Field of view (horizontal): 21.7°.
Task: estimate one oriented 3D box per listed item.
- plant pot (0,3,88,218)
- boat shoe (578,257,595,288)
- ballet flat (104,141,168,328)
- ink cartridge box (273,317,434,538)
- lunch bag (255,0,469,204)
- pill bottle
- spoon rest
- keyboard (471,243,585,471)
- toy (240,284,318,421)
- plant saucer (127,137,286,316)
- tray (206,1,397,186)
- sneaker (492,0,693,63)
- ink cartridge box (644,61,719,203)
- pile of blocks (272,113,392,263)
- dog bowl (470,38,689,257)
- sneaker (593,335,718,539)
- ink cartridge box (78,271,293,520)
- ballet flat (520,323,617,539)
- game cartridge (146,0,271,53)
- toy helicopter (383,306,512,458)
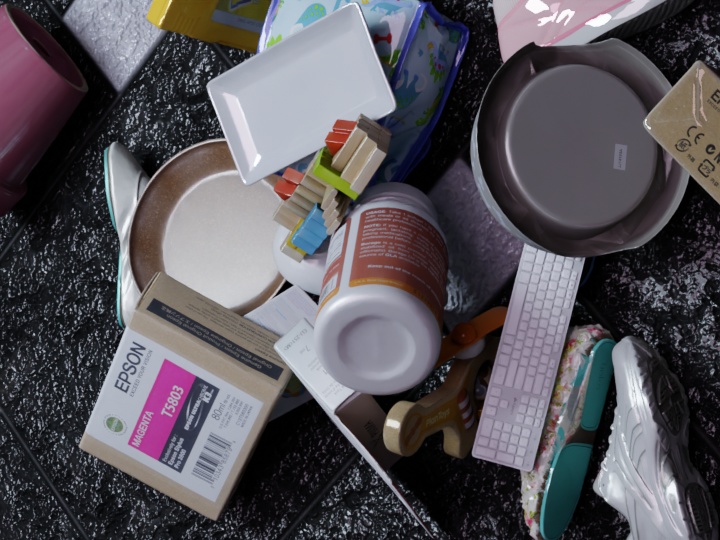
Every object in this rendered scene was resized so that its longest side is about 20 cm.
[{"bbox_3d":[-0.400,-0.181,2.023,0.179,0.200,0.201,-41,67,9],"label":"plant pot"},{"bbox_3d":[0.169,-0.082,1.706,0.084,0.068,0.202,-7,85,33],"label":"boat shoe"},{"bbox_3d":[-0.226,-0.036,1.975,0.069,0.069,0.202,-5,89,33],"label":"ballet flat"},{"bbox_3d":[0.009,0.147,1.728,0.043,0.200,0.174,-41,65,-5],"label":"ink cartridge box"},{"bbox_3d":[-0.013,-0.172,1.796,0.169,0.127,0.202,21,90,31],"label":"lunch bag"},{"bbox_3d":[0.023,0.009,1.672,0.111,0.201,0.113,3,125,5],"label":"pill bottle"},{"bbox_3d":[0.000,0.000,1.812,0.199,0.061,0.099,33,72,27],"label":"spoon rest"},{"bbox_3d":[0.149,0.074,1.667,0.056,0.011,0.202,14,86,7],"label":"keyboard"},{"bbox_3d":[-0.093,0.084,1.870,0.199,0.047,0.115,-32,115,30],"label":"toy"},{"bbox_3d":[-0.142,-0.033,1.907,0.198,0.037,0.203,-7,72,22],"label":"plant saucer"},{"bbox_3d":[-0.052,-0.162,1.744,0.199,0.022,0.108,-24,85,37],"label":"tray"},{"bbox_3d":[0.201,-0.250,1.687,0.199,0.075,0.106,-23,81,35],"label":"sneaker"},{"bbox_3d":[0.343,-0.068,1.525,0.075,0.164,0.200,-50,64,17],"label":"ink cartridge box"},{"bbox_3d":[-0.043,-0.071,1.716,0.062,0.082,0.200,31,137,-8],"label":"pile of blocks"},{"bbox_3d":[0.186,-0.105,1.638,0.059,0.198,0.202,156,110,-73],"label":"dog bowl"},{"bbox_3d":[0.240,0.160,1.648,0.099,0.078,0.202,-20,77,34],"label":"sneaker"},{"bbox_3d":[-0.169,0.126,1.846,0.164,0.075,0.201,27,127,1],"label":"ink cartridge box"},{"bbox_3d":[0.179,0.143,1.695,0.064,0.075,0.202,16,88,42],"label":"ballet flat"},{"bbox_3d":[-0.099,-0.298,1.813,0.032,0.199,0.177,36,107,31],"label":"game cartridge"},{"bbox_3d":[0.083,0.109,1.676,0.078,0.199,0.134,15,112,31],"label":"toy helicopter"}]
